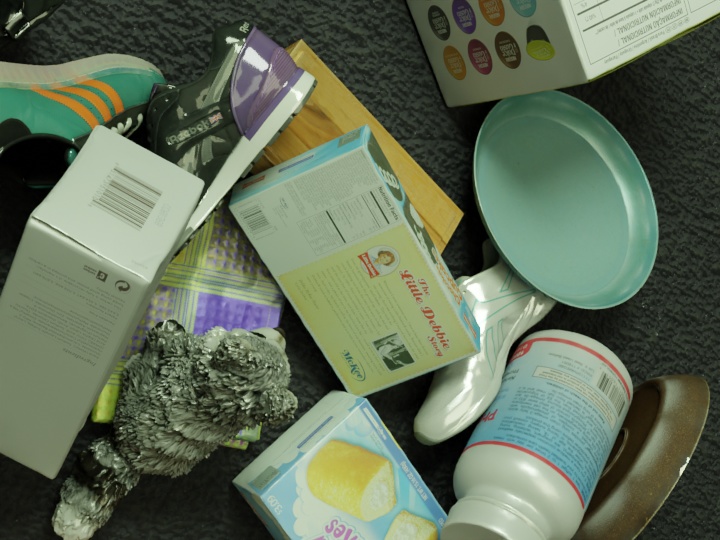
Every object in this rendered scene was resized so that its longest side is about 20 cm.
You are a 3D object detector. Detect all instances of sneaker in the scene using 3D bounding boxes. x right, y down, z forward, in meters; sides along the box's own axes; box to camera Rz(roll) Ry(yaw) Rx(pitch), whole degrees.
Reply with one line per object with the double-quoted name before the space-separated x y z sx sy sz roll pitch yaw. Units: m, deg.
"sneaker" -0.198 -0.093 0.759 0.199 0.071 0.081 -18 76 -52
"sneaker" 0.092 0.054 0.952 0.080 0.070 0.201 41 67 -16
"sneaker" -0.126 -0.085 0.797 0.087 0.076 0.201 40 92 -13

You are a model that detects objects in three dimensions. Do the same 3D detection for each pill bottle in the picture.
"pill bottle" 0.141 0.152 0.920 0.109 0.108 0.201 50 50 -19

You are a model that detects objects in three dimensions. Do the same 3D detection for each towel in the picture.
"towel" -0.122 0.028 0.864 0.142 0.023 0.203 15 85 -27

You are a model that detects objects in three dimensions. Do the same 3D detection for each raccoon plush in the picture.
"raccoon plush" -0.120 0.120 0.783 0.096 0.134 0.202 31 79 -25

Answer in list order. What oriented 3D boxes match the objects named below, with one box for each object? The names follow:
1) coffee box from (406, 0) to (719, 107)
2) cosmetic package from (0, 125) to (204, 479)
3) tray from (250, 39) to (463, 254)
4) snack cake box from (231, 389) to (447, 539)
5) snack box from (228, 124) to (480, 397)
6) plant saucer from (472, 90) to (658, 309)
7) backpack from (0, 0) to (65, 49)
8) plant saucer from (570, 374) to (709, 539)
"coffee box" 0.160 -0.264 0.895 0.199 0.199 0.200 -29 105 -23
"cosmetic package" -0.182 0.024 0.721 0.081 0.201 0.113 29 36 -9
"tray" -0.010 -0.074 0.897 0.200 0.037 0.099 44 59 -20
"snack cake box" 0.003 0.211 0.909 0.115 0.067 0.201 -41 108 -20
"snack box" 0.000 0.000 0.861 0.115 0.037 0.201 -21 119 18
"plant saucer" 0.173 -0.060 0.974 0.198 0.027 0.203 12 64 -27
"backpack" -0.307 -0.225 0.706 0.163 0.153 0.201 -39 132 -13
"plant saucer" 0.218 0.164 0.952 0.032 0.200 0.201 36 75 -1
